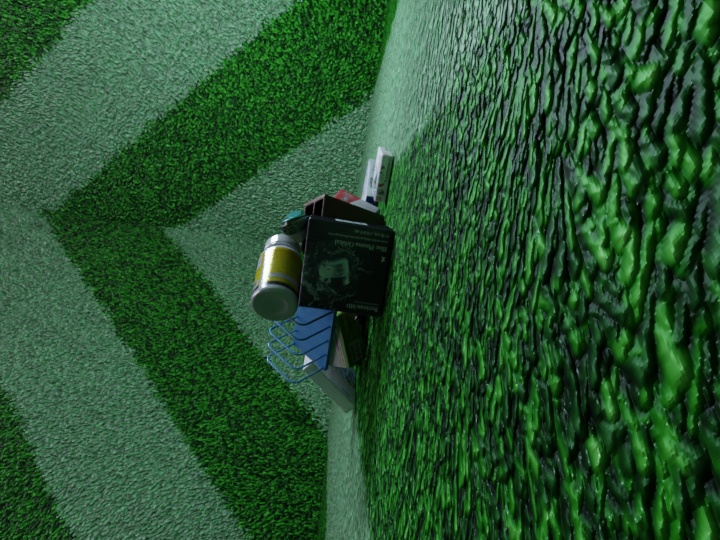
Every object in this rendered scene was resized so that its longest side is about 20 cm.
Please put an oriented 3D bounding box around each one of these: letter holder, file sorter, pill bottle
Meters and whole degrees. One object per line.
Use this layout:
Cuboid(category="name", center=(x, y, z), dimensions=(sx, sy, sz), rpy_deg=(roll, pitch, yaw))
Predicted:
Cuboid(category="letter holder", center=(-0.046, -0.093, 1.352), dimensions=(0.100, 0.198, 0.145), rpy_deg=(-12, 68, 52))
Cuboid(category="file sorter", center=(-0.159, 0.168, 1.334), dimensions=(0.122, 0.138, 0.203), rpy_deg=(-22, -47, -43))
Cuboid(category="pill bottle", center=(-0.200, 0.013, 1.258), dimensions=(0.202, 0.112, 0.115), rpy_deg=(-90, 8, -45))

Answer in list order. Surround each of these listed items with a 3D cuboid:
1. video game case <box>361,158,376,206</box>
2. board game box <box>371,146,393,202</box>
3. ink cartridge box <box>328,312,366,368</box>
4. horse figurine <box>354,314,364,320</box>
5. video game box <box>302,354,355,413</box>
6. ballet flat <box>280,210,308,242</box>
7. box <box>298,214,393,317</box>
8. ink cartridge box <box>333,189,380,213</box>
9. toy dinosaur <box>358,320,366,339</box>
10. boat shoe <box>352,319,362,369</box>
Cuboid(category="video game case", center=(0.031, -0.255, 1.811), dimensions=(0.201, 0.045, 0.184), rpy_deg=(103, 172, -53))
Cuboid(category="board game box", center=(0.061, -0.280, 1.476), dimensions=(0.200, 0.034, 0.129), rpy_deg=(-92, 11, -70))
Cuboid(category="ink cartridge box", center=(-0.091, 0.180, 1.412), dimensions=(0.075, 0.198, 0.151), rpy_deg=(-23, -76, -46))
Cuboid(category="horse figurine", center=(0.015, 0.049, 1.391), dimensions=(0.200, 0.049, 0.135), rpy_deg=(-103, 21, -80))
Cuboid(category="video game box", center=(-0.091, 0.307, 1.568), dimensions=(0.047, 0.200, 0.183), rpy_deg=(-36, 18, 16))
Cuboid(category="ballet flat", center=(-0.149, -0.102, 1.224), dimensions=(0.200, 0.073, 0.076), rpy_deg=(-98, 16, -78))
Cuboid(category="box", center=(-0.035, -0.013, 1.186), dimensions=(0.117, 0.193, 0.204), rpy_deg=(-112, 30, -81))
Cuboid(category="ink cartridge box", center=(-0.053, -0.124, 1.511), dimensions=(0.201, 0.145, 0.083), rpy_deg=(-52, -18, -32))
Cuboid(category="toy dinosaur", center=(-0.037, 0.161, 1.469), dimensions=(0.077, 0.101, 0.202), rpy_deg=(51, 138, 31))
Cuboid(category="boat shoe", center=(-0.038, 0.225, 1.680), dimensions=(0.072, 0.070, 0.204), rpy_deg=(-145, 66, -87))
